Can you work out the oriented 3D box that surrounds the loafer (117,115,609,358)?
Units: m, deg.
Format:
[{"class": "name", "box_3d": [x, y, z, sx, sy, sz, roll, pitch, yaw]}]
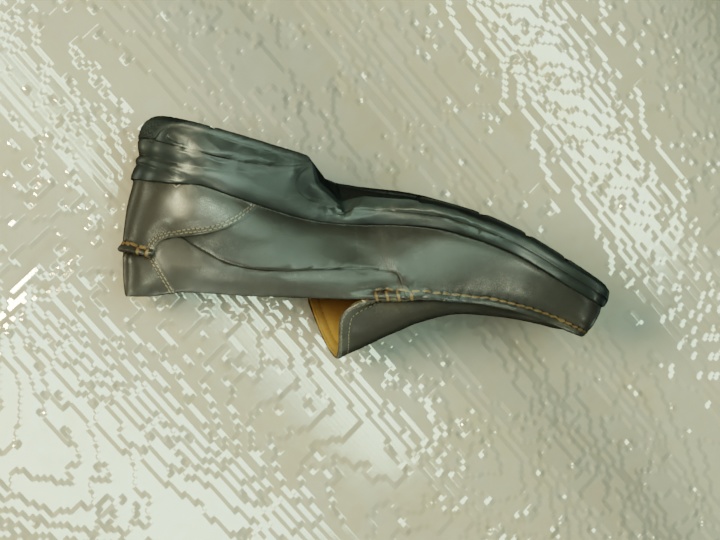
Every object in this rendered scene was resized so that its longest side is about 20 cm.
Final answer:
[{"class": "loafer", "box_3d": [0.000, 0.000, 1.043, 0.200, 0.073, 0.072, 16, 88, -10]}]
